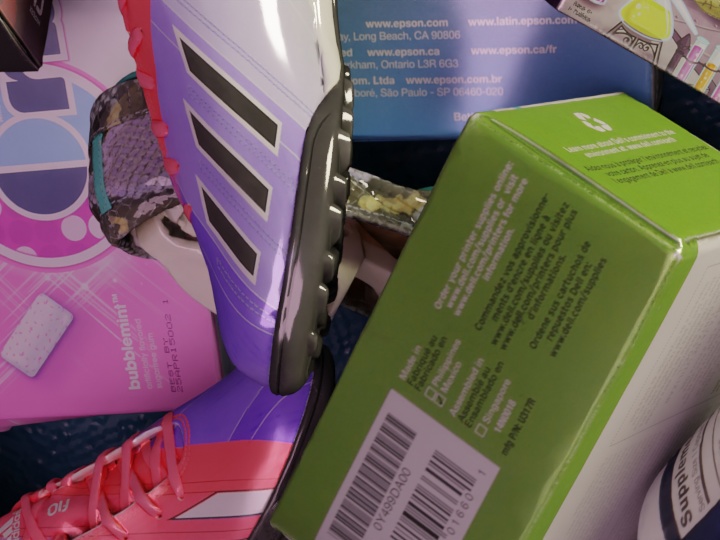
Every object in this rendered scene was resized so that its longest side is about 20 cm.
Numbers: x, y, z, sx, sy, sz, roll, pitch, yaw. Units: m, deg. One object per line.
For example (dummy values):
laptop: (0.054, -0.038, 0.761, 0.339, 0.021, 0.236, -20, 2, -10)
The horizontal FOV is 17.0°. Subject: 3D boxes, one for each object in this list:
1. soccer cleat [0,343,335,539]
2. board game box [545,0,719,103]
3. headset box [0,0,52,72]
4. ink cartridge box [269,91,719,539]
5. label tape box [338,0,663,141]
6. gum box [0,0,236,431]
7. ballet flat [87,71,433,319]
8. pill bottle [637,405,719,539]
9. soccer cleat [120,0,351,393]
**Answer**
soccer cleat: (-0.079, 0.088, 0.778, 0.073, 0.068, 0.200, 29, 125, -16)
board game box: (0.171, -0.085, 0.739, 0.199, 0.032, 0.120, 27, 99, -13)
headset box: (-0.167, -0.147, 0.754, 0.148, 0.075, 0.201, 1, 67, 14)
ink cartridge box: (0.078, 0.024, 0.757, 0.076, 0.200, 0.148, 35, 113, 21)
label tape box: (0.024, -0.144, 0.772, 0.143, 0.063, 0.201, 1, 108, 12)
gum box: (-0.105, -0.042, 0.834, 0.113, 0.066, 0.201, -4, 107, 14)
ballet flat: (0.000, 0.000, 0.784, 0.200, 0.072, 0.072, 20, 114, -23)
pill bottle: (0.151, 0.072, 0.703, 0.111, 0.111, 0.200, 37, 124, 0)
soccer cleat: (-0.039, -0.064, 0.704, 0.073, 0.068, 0.201, 0, 83, -2)
